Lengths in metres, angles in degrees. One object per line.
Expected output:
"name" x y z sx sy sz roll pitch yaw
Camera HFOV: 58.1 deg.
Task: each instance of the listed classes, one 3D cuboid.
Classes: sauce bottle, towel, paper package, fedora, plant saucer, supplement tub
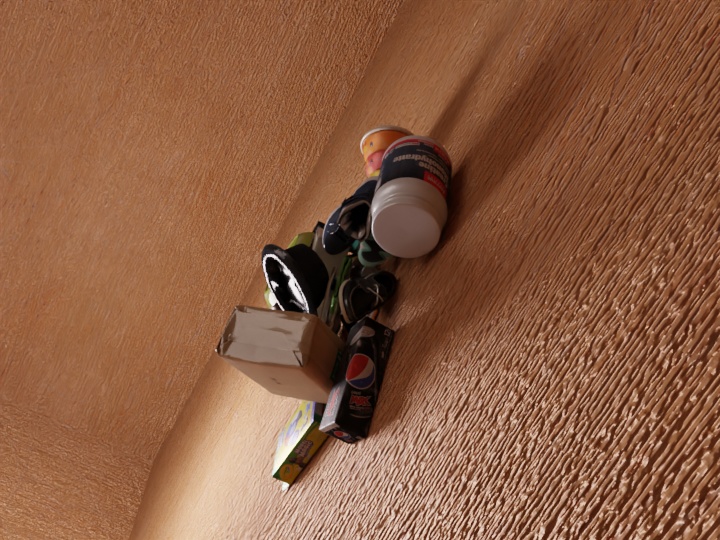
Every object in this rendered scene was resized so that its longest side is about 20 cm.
"sauce bottle" 0.000 0.000 1.417 0.066 0.064 0.200 -63 14 -3
"towel" -0.050 0.091 1.362 0.151 0.030 0.203 -77 1 -52
"paper package" -0.124 0.157 1.176 0.187 0.201 0.105 5 63 27
"fedora" -0.120 0.019 1.339 0.091 0.203 0.200 -34 2 -26
"plant saucer" -0.171 -0.009 1.495 0.202 0.031 0.201 -55 13 19
"supplement tub" 0.094 -0.137 1.186 0.141 0.139 0.202 -48 20 42

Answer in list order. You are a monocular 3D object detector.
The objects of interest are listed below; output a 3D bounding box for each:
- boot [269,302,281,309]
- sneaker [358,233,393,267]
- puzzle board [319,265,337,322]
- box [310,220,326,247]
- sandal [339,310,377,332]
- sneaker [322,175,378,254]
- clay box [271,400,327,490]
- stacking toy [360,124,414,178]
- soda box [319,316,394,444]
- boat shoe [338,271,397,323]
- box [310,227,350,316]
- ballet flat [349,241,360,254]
"boot" -0.161 0.149 1.455 0.187 0.063 0.204 123 131 -71
"sneaker" 0.044 -0.072 1.378 0.201 0.077 0.140 -53 6 -25
"puzzle board" -0.076 0.103 1.348 0.151 0.017 0.204 -81 4 -78
"box" -0.119 -0.004 1.607 0.203 0.045 0.159 -61 -15 -10
"sandal" -0.015 0.108 1.289 0.079 0.058 0.210 -35 31 60
"sneaker" -0.028 -0.083 1.276 0.203 0.076 0.147 -51 9 32
"clay box" -0.118 0.328 1.281 0.201 0.047 0.116 -55 16 26
"stacking toy" 0.062 -0.216 1.486 0.146 0.144 0.204 -41 37 54
"soda box" -0.004 0.186 1.110 0.071 0.062 0.203 -41 26 54
"boat shoe" 0.013 0.042 1.186 0.066 0.073 0.200 -16 6 22
"box" -0.091 0.015 1.466 0.069 0.081 0.203 -101 30 -68
"ballet flat" -0.004 -0.068 1.502 0.072 0.070 0.200 -63 19 -5
